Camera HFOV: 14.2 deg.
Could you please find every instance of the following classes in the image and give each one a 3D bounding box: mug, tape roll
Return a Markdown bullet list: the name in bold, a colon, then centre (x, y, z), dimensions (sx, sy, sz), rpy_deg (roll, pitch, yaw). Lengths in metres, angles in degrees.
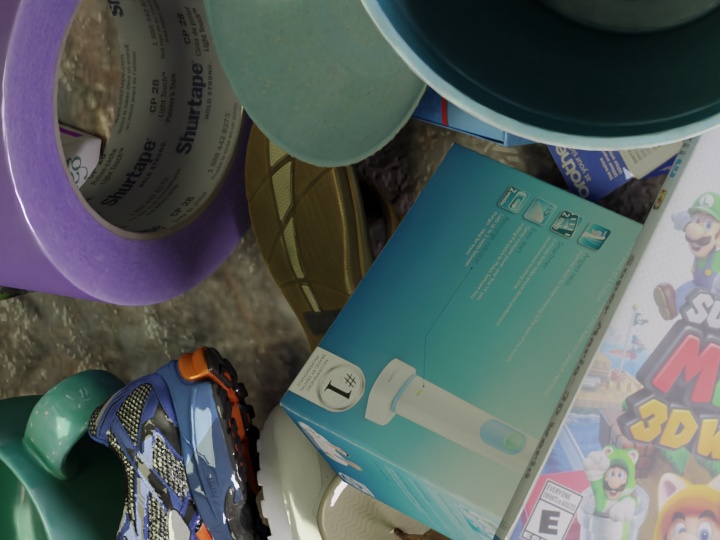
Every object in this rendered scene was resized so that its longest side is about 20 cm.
- **mug**: centre (-0.160, 0.138, 1.486), dimensions (0.185, 0.114, 0.153), rpy_deg (-17, 88, 39)
- **tape roll**: centre (-0.127, -0.087, 1.358), dimensions (0.085, 0.200, 0.201), rpy_deg (7, 104, 38)

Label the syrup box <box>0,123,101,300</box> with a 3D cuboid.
- **syrup box**: centre (-0.226, -0.027, 1.449), dimensions (0.081, 0.200, 0.079), rpy_deg (20, 112, 35)

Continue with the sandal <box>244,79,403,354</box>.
- **sandal**: centre (0.000, 0.000, 1.371), dimensions (0.080, 0.054, 0.201), rpy_deg (1, 116, 53)

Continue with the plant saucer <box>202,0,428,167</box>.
- **plant saucer**: centre (-0.005, -0.147, 1.270), dimensions (0.201, 0.039, 0.202), rpy_deg (13, 106, 54)

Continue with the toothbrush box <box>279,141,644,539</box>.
- **toothbrush box**: centre (0.091, 0.054, 1.242), dimensions (0.199, 0.085, 0.147), rpy_deg (24, 73, 33)

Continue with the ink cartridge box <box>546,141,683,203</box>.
- **ink cartridge box**: centre (0.147, -0.123, 1.234), dimensions (0.200, 0.042, 0.120), rpy_deg (-36, 76, 35)

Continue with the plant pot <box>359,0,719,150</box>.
- **plant pot**: centre (0.098, -0.152, 1.100), dimensions (0.199, 0.188, 0.201), rpy_deg (1, 96, 8)

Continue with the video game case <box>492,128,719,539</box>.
- **video game case**: centre (0.157, 0.047, 1.132), dimensions (0.201, 0.143, 0.018), rpy_deg (-64, 13, 1)

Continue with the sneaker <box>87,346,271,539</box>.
- **sneaker**: centre (-0.078, 0.141, 1.393), dimensions (0.078, 0.075, 0.201), rpy_deg (-14, 86, 12)

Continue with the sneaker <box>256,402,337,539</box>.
- **sneaker**: centre (0.009, 0.153, 1.391), dimensions (0.080, 0.076, 0.201), rpy_deg (-22, 81, 16)

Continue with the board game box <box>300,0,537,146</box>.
- **board game box**: centre (0.020, -0.148, 1.299), dimensions (0.200, 0.036, 0.152), rpy_deg (20, 112, 51)

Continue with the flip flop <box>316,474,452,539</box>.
- **flip flop**: centre (0.067, 0.145, 1.316), dimensions (0.200, 0.058, 0.081), rpy_deg (35, 92, 20)
